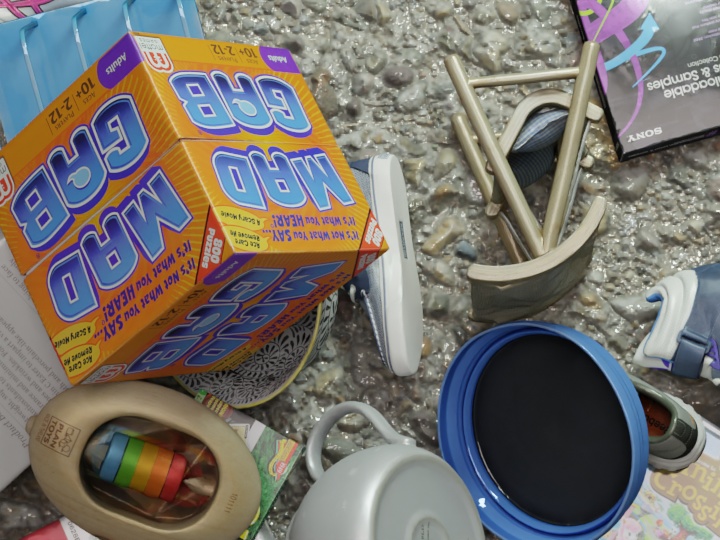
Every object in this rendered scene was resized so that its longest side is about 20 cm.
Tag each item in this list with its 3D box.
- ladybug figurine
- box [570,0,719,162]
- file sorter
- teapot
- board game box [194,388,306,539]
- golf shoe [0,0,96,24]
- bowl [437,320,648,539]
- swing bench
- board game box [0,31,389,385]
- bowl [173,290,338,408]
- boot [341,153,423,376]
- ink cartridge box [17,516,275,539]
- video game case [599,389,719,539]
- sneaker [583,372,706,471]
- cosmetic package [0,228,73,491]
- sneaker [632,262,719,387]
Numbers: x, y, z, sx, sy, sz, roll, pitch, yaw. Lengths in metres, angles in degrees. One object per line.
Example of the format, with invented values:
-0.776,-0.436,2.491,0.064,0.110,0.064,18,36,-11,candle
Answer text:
-0.177,0.157,1.625,0.200,0.072,0.136,25,93,-7,ladybug figurine
0.277,-0.212,1.811,0.143,0.036,0.201,-16,80,0,box
-0.234,-0.167,1.764,0.199,0.123,0.139,-14,101,1,file sorter
0.003,0.241,1.683,0.146,0.200,0.198,-14,114,37,teapot
-0.139,0.211,1.673,0.105,0.023,0.200,28,81,6,board game box
-0.319,-0.248,1.840,0.199,0.073,0.092,3,105,4,golf shoe
0.156,0.139,1.692,0.200,0.039,0.201,9,104,37,bowl
0.145,-0.068,1.707,0.129,0.199,0.201,-6,79,2,swing bench
-0.142,-0.048,1.598,0.200,0.200,0.200,-38,70,31,board game box
-0.086,0.016,1.740,0.200,0.094,0.201,2,93,35,bowl
0.000,0.000,1.776,0.090,0.073,0.201,-9,76,16,boot
-0.176,0.255,1.720,0.200,0.083,0.147,-28,78,-2,ink cartridge box
0.294,0.233,1.731,0.200,0.022,0.182,33,82,9,video game case
0.203,0.107,1.722,0.200,0.079,0.074,21,79,24,sneaker
-0.323,0.069,1.694,0.200,0.165,0.165,-41,111,-5,cosmetic package
0.314,0.094,1.734,0.146,0.081,0.201,-9,82,10,sneaker
